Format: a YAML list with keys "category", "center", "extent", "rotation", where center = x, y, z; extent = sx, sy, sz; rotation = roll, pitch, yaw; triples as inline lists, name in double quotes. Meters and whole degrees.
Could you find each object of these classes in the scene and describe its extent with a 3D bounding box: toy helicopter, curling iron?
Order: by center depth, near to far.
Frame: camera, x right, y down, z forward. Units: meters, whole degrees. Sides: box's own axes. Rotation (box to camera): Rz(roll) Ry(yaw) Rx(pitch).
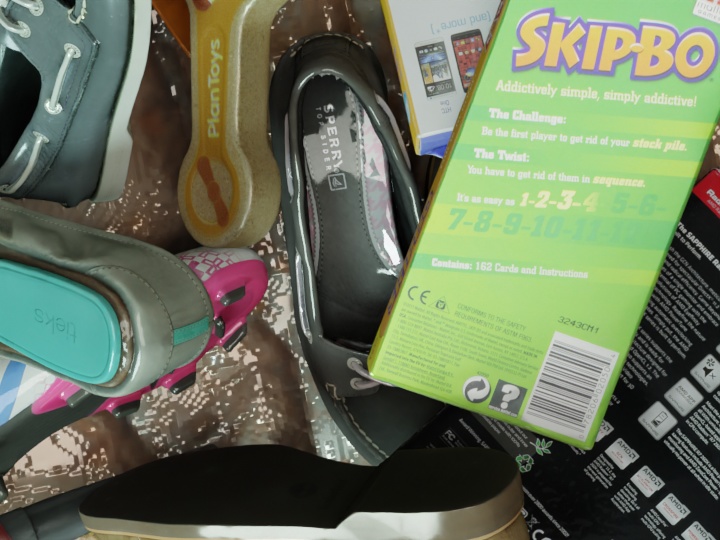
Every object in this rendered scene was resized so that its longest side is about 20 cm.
- category: "toy helicopter"
  center: [-0.059, -0.109, 1.012]
  extent: [0.079, 0.132, 0.200]
  rotation: [1, 89, -46]
- category: "curling iron"
  center: [-0.145, 0.122, 1.057]
  extent: [0.200, 0.026, 0.050]
  rotation: [-27, 78, -24]

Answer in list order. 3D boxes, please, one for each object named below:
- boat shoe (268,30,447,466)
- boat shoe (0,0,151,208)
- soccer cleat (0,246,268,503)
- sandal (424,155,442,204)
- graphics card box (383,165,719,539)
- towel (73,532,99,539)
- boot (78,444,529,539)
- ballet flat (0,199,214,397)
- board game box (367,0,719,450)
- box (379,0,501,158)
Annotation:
- category: "boat shoe"
  center: [0.000, 0.000, 1.057]
  extent: [0.067, 0.057, 0.200]
  rotation: [-12, 103, 4]
- category: "boat shoe"
  center: [-0.119, -0.095, 0.981]
  extent: [0.062, 0.200, 0.073]
  rotation: [-7, 54, -15]
- category: "soccer cleat"
  center: [-0.136, 0.032, 1.049]
  extent: [0.200, 0.070, 0.086]
  rotation: [-33, 68, -12]
- category: "sandal"
  center: [0.109, -0.071, 1.063]
  extent: [0.200, 0.055, 0.082]
  rotation: [-36, 100, 6]
- category: "graphics card box"
  center: [0.116, 0.068, 1.051]
  extent: [0.200, 0.051, 0.125]
  rotation: [-41, 82, -14]
- category: "towel"
  center: [-0.075, 0.214, 1.105]
  extent: [0.147, 0.022, 0.200]
  rotation: [7, 96, -7]
- category: "boot"
  center: [-0.024, 0.114, 1.010]
  extent: [0.200, 0.074, 0.076]
  rotation: [1, 117, 30]
- category: "ballet flat"
  center: [-0.142, 0.001, 1.012]
  extent: [0.200, 0.064, 0.067]
  rotation: [20, 115, 34]
- category: "board game box"
  center: [0.081, -0.038, 0.991]
  extent: [0.095, 0.030, 0.200]
  rotation: [19, 102, -7]
- category: "box"
  center: [0.063, -0.135, 1.028]
  extent: [0.119, 0.041, 0.200]
  rotation: [-13, 79, -1]
